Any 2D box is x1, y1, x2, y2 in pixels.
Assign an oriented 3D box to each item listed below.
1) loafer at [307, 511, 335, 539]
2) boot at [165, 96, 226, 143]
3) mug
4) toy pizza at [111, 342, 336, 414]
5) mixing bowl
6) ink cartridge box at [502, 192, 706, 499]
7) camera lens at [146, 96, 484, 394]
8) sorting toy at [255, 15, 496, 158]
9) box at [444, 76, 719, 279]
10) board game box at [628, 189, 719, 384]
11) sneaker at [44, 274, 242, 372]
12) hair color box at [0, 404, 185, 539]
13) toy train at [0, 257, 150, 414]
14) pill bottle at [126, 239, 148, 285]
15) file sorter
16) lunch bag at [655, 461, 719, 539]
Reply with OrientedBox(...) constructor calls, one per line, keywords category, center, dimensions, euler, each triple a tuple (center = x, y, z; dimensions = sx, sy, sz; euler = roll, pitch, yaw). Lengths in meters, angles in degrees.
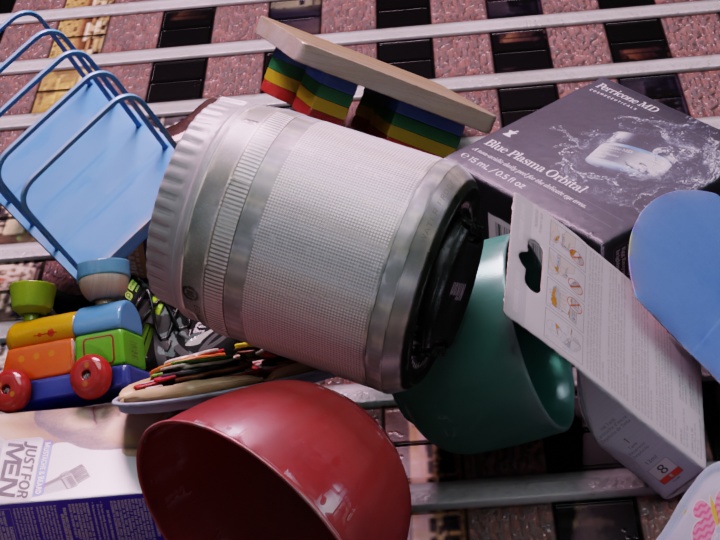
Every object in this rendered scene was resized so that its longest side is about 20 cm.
OrientedBox(category="loafer", center=(-0.027, 0.152, 1.263), dimensions=(0.071, 0.064, 0.200), euler=(-18, 36, -16))
OrientedBox(category="boot", center=(-0.227, -0.120, 1.664), dimensions=(0.165, 0.073, 0.201), euler=(18, 48, 14))
OrientedBox(category="mug", center=(0.089, 0.068, 1.307), dimensions=(0.113, 0.185, 0.153), euler=(-16, 50, 19))
OrientedBox(category="toy pizza", center=(-0.086, 0.070, 1.273), dimensions=(0.198, 0.032, 0.200), euler=(-11, 2, 0))
OrientedBox(category="mixing bowl", center=(-0.040, 0.148, 1.143), dimensions=(0.199, 0.202, 0.108), euler=(20, 46, 33))
OrientedBox(category="ink cartridge box", center=(0.170, 0.054, 1.279), dimensions=(0.199, 0.050, 0.163), euler=(35, 33, -16))
OrientedBox(category="camera lens", center=(-0.025, -0.017, 1.173), dimensions=(0.198, 0.161, 0.160), euler=(18, 40, 14))
OrientedBox(category="sorting toy", center=(0.002, -0.164, 1.643), dimensions=(0.198, 0.070, 0.199), euler=(19, 10, -18))
OrientedBox(category="box", center=(0.206, -0.051, 1.471), dimensions=(0.199, 0.118, 0.196), euler=(-27, 39, -29))
OrientedBox(category="board game box", center=(0.280, 0.034, 1.343), dimensions=(0.200, 0.039, 0.158), euler=(45, 48, 4))
OrientedBox(category="sneaker", center=(-0.177, 0.046, 1.423), dimensions=(0.197, 0.083, 0.071), euler=(1, 33, 10))
OrientedBox(category="hair color box", center=(-0.210, 0.156, 1.289), dimensions=(0.197, 0.065, 0.110), euler=(-4, 33, 1))
OrientedBox(category="toy train", center=(-0.264, 0.061, 1.371), dimensions=(0.198, 0.085, 0.117), euler=(-10, 74, 17))
OrientedBox(category="pill bottle", center=(-0.165, -0.043, 1.518), dimensions=(0.198, 0.121, 0.120), euler=(3, 35, 16))
OrientedBox(category="file sorter", center=(-0.251, -0.109, 1.442), dimensions=(0.139, 0.123, 0.200), euler=(-43, 46, -9))
OrientedBox(category="lunch bag", center=(0.299, 0.190, 1.102), dimensions=(0.199, 0.128, 0.169), euler=(-28, 37, -17))
